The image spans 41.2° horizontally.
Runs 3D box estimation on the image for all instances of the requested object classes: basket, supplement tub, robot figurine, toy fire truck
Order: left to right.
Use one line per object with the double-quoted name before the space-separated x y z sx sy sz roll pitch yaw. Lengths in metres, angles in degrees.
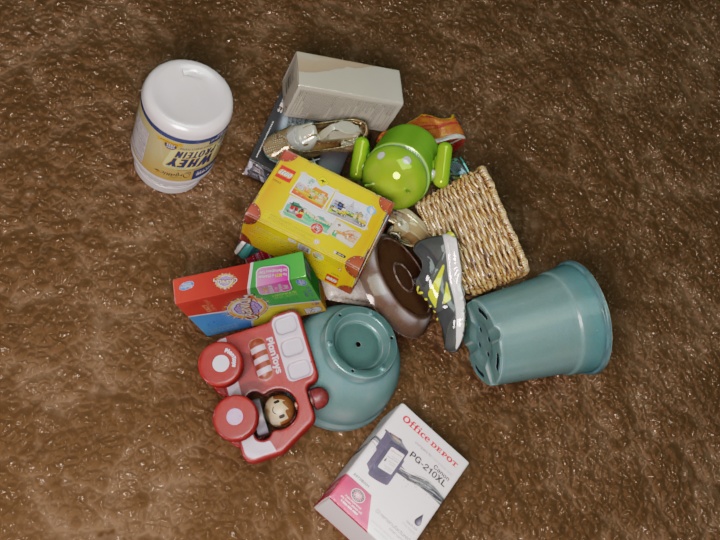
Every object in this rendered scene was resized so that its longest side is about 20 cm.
"supplement tub" -0.293 -0.227 1.551 0.143 0.200 0.146 9 61 -17
"toy fire truck" -0.139 0.174 1.426 0.167 0.112 0.201 -19 71 -2
"robot figurine" 0.071 -0.178 1.649 0.174 0.117 0.200 8 30 15
"basket" 0.215 -0.067 1.673 0.142 0.148 0.201 -14 78 -63

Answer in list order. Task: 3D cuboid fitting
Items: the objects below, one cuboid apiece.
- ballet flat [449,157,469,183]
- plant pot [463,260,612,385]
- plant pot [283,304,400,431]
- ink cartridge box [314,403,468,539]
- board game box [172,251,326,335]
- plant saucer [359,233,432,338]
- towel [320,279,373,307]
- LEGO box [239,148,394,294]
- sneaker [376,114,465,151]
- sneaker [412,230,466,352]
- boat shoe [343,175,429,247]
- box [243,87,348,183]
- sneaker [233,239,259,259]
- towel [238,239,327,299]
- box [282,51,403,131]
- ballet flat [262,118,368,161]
"ballet flat" 0.208 -0.115 1.783 0.074 0.074 0.201 -25 73 -30
"plant pot" 0.290 0.102 1.630 0.194 0.200 0.202 -13 69 -18
"plant pot" -0.019 0.136 1.513 0.198 0.134 0.202 9 61 -16
"ink cartridge box" 0.050 0.328 1.471 0.145 0.084 0.200 41 57 2
"board game box" -0.163 0.038 1.451 0.198 0.153 0.041 -12 66 6
"plant saucer" 0.063 0.017 1.608 0.200 0.032 0.201 41 33 -34
"towel" 0.000 0.000 1.603 0.199 0.034 0.133 11 52 -47
"LEGO box" -0.068 -0.079 1.514 0.199 0.077 0.150 27 56 3
"sneaker" 0.106 -0.254 1.809 0.199 0.073 0.078 -10 64 -37
"sneaker" 0.132 0.038 1.600 0.084 0.074 0.202 -5 85 8
"boat shoe" 0.038 -0.088 1.693 0.199 0.073 0.063 32 65 2
"box" -0.101 -0.224 1.716 0.157 0.050 0.201 26 57 -9
"sneaker" -0.118 -0.065 1.595 0.199 0.078 0.080 -27 82 -29
"towel" -0.092 -0.013 1.628 0.199 0.023 0.146 -15 70 -27
"box" -0.032 -0.316 1.708 0.198 0.095 0.078 6 61 -22
"ballet flat" -0.073 -0.234 1.663 0.199 0.065 0.071 -14 73 -28
